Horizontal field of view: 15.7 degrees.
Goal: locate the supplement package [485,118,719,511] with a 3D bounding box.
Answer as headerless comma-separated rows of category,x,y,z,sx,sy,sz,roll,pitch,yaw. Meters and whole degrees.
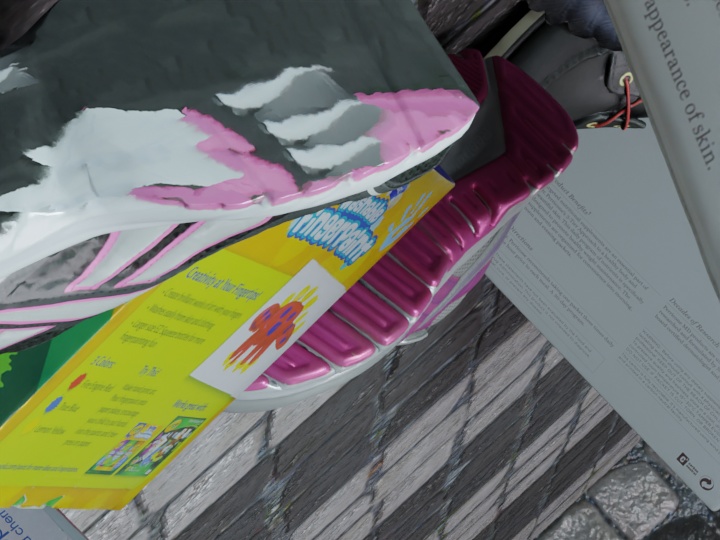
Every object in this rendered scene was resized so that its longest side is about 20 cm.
supplement package,0.204,-0.026,1.343,0.147,0.191,0.200,-29,161,-53

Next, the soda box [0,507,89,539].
soda box,-0.155,0.162,1.118,0.070,0.063,0.200,-39,166,-24

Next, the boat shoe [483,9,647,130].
boat shoe,0.112,-0.096,1.126,0.201,0.063,0.074,-32,166,-40

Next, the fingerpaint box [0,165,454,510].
fingerpaint box,-0.067,-0.007,0.810,0.167,0.073,0.200,-44,168,5

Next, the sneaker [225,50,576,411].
sneaker,0.000,0.000,0.999,0.200,0.081,0.088,-34,163,-35

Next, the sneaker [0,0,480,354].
sneaker,-0.071,-0.024,0.674,0.200,0.080,0.086,-14,158,-12

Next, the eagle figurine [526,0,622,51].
eagle figurine,0.148,-0.148,0.985,0.152,0.151,0.200,1,-170,-14

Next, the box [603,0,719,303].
box,0.177,-0.064,0.758,0.131,0.200,0.199,-31,151,25
